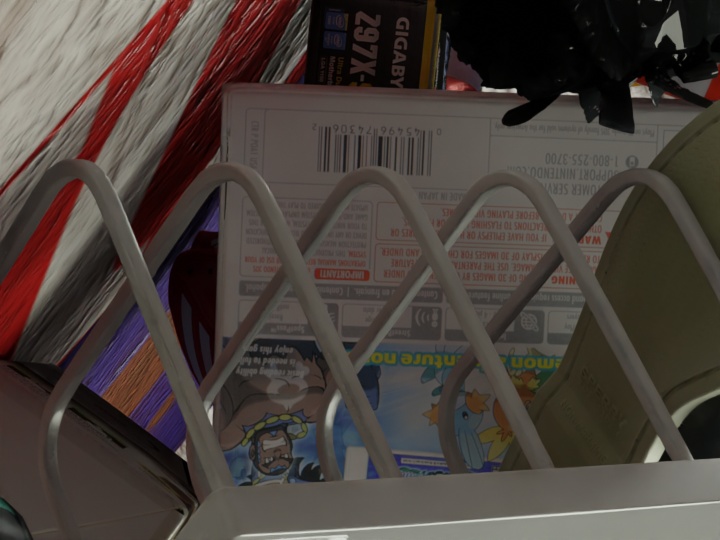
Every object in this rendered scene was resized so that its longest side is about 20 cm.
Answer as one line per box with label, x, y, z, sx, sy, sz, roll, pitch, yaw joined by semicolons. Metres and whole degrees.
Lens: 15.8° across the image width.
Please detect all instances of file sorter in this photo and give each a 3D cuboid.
file sorter;-0.002;0.052;0.674;0.200;0.125;0.139;0;142;-37

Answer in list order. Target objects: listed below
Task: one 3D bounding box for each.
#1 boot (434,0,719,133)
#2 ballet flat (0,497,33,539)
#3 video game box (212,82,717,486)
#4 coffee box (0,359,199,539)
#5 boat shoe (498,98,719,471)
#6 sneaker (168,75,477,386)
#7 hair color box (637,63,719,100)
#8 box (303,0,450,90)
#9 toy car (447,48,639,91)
boot;0.083;-0.140;0.759;0.162;0.199;0.073;-11;180;-43
ballet flat;-0.149;0.113;0.543;0.200;0.073;0.073;-46;177;-17
video game box;0.051;0.034;0.831;0.047;0.199;0.183;-127;-141;-83
coffee box;-0.112;0.095;0.840;0.113;0.080;0.200;-54;180;-2
boat shoe;0.107;0.025;0.749;0.066;0.075;0.200;2;127;-33
sneaker;-0.026;-0.010;1.084;0.078;0.115;0.200;-22;138;-54
hair color box;0.112;-0.132;0.940;0.200;0.111;0.064;-69;180;-64
box;0.000;0.000;0.931;0.160;0.049;0.201;-67;163;-87
toy car;0.105;-0.140;1.145;0.200;0.175;0.150;-18;111;-88
